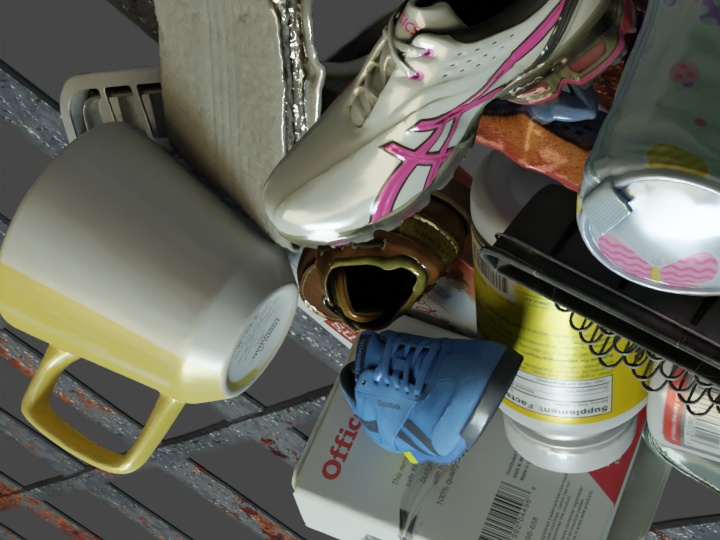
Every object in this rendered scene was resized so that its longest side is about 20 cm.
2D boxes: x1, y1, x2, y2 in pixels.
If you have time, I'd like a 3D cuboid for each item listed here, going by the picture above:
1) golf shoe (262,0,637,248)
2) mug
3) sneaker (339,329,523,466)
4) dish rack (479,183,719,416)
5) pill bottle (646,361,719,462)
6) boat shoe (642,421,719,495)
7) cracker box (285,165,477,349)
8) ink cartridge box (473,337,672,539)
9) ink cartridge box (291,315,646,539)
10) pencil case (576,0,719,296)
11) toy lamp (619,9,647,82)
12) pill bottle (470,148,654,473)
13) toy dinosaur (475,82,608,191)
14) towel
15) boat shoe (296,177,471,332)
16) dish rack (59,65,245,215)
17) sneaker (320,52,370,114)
[{"bbox_3d":[0.027,-0.092,0.714,0.092,0.200,0.073,43,-168,-48],"label":"golf shoe"},{"bbox_3d":[-0.127,0.020,0.985,0.153,0.149,0.187,29,131,16],"label":"mug"},{"bbox_3d":[0.032,0.067,0.900,0.078,0.066,0.200,37,164,-5],"label":"sneaker"},{"bbox_3d":[0.159,0.037,0.735,0.153,0.055,0.200,30,172,36],"label":"dish rack"},{"bbox_3d":[0.276,0.072,0.890,0.199,0.116,0.116,16,151,22],"label":"pill bottle"},{"bbox_3d":[0.281,0.136,1.025,0.199,0.062,0.073,21,117,5],"label":"boat shoe"},{"bbox_3d":[0.021,-0.009,1.056,0.134,0.058,0.200,40,152,-20],"label":"cracker box"},{"bbox_3d":[0.120,0.154,1.143,0.199,0.145,0.147,22,155,14],"label":"ink cartridge box"},{"bbox_3d":[0.073,0.130,1.028,0.199,0.145,0.084,20,156,13],"label":"ink cartridge box"},{"bbox_3d":[0.150,-0.088,0.648,0.091,0.201,0.083,34,147,-27],"label":"pencil case"},{"bbox_3d":[0.223,-0.073,0.731,0.199,0.059,0.058,13,151,4],"label":"toy lamp"},{"bbox_3d":[0.124,0.023,0.911,0.112,0.113,0.201,16,137,23],"label":"pill bottle"},{"bbox_3d":[0.109,-0.073,0.775,0.180,0.201,0.105,0,138,-11],"label":"toy dinosaur"},{"bbox_3d":[-0.074,-0.118,0.901,0.132,0.034,0.201,42,147,32],"label":"towel"},{"bbox_3d":[0.000,0.000,0.954,0.072,0.068,0.200,31,153,-9],"label":"boat shoe"},{"bbox_3d":[-0.120,-0.047,1.065,0.171,0.043,0.201,1,111,41],"label":"dish rack"},{"bbox_3d":[-0.009,-0.078,0.930,0.077,0.089,0.200,38,152,-18],"label":"sneaker"}]
